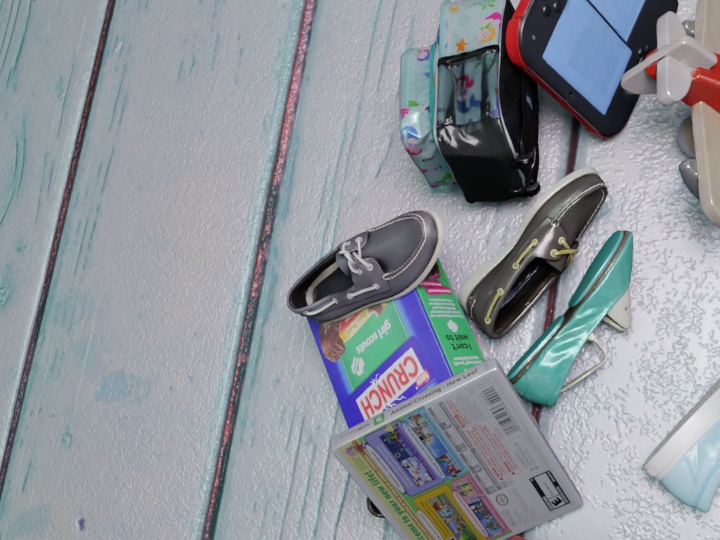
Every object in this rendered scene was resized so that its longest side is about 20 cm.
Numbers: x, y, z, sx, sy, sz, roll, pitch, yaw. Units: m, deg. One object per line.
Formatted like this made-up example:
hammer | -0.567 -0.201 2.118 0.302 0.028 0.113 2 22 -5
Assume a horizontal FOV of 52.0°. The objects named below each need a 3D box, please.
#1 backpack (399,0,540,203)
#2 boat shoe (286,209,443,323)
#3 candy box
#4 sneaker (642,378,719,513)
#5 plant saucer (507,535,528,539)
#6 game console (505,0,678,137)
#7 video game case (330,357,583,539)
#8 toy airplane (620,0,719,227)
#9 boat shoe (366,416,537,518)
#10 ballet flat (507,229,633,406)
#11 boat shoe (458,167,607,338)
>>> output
backpack | 0.124 -0.189 0.802 0.149 0.177 0.203 1 75 22
boat shoe | 0.000 0.000 0.752 0.199 0.062 0.073 -33 64 38
candy box | 0.036 0.082 0.810 0.169 0.076 0.202 -42 61 37
sneaker | 0.355 0.136 0.673 0.082 0.074 0.201 43 107 19
plant saucer | 0.154 0.347 0.633 0.199 0.036 0.203 159 125 -69
game console | 0.241 -0.251 0.749 0.031 0.199 0.178 30 93 52
video game case | 0.097 0.199 0.728 0.181 0.201 0.022 -29 25 14
toy airplane | 0.339 -0.156 0.704 0.199 0.141 0.200 -32 76 -19
boat shoe | 0.096 0.209 0.777 0.200 0.061 0.072 -31 89 20
ballet flat | 0.234 0.056 0.760 0.070 0.067 0.201 36 96 4
boat shoe | 0.191 -0.015 0.775 0.202 0.071 0.061 -50 45 16
